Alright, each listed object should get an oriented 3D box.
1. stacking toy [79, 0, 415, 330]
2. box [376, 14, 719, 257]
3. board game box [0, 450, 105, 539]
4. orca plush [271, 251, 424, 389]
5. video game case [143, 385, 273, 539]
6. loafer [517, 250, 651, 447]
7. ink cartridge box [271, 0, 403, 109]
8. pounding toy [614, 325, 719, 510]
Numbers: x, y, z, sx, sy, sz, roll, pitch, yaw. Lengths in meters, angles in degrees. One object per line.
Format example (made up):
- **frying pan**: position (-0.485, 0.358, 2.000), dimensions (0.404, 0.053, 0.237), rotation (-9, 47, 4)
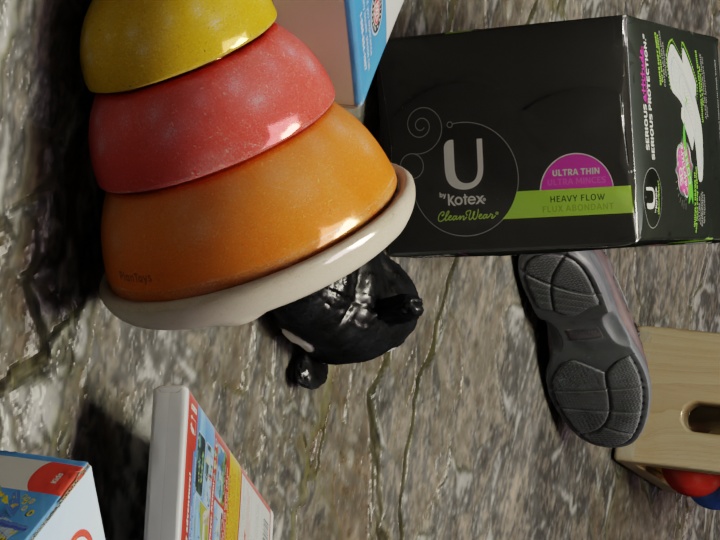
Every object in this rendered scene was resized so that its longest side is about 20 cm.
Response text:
- **stacking toy**: position (-0.071, -0.087, 1.197), dimensions (0.146, 0.146, 0.200), rotation (-49, 124, -55)
- **box**: position (0.112, -0.071, 1.574), dimensions (0.200, 0.148, 0.125), rotation (0, 87, -69)
- **board game box**: position (-0.159, 0.207, 1.115), dimensions (0.196, 0.056, 0.200), rotation (-54, 143, -52)
- **orca plush**: position (0.000, 0.000, 1.433), dimensions (0.200, 0.071, 0.105), rotation (60, 42, -56)
- **video game case**: position (-0.070, 0.152, 1.298), dimensions (0.200, 0.017, 0.143), rotation (66, 24, -67)
- **loafer**: position (0.153, 0.033, 1.831), dimensions (0.200, 0.072, 0.063), rotation (69, 30, -43)
- **ink cartridge box**: position (-0.018, -0.195, 1.287), dimensions (0.200, 0.084, 0.145), rotation (-69, 160, -44)
- **pounding toy**: position (0.299, 0.131, 2.037), dimensions (0.184, 0.200, 0.142), rotation (33, 65, -66)
